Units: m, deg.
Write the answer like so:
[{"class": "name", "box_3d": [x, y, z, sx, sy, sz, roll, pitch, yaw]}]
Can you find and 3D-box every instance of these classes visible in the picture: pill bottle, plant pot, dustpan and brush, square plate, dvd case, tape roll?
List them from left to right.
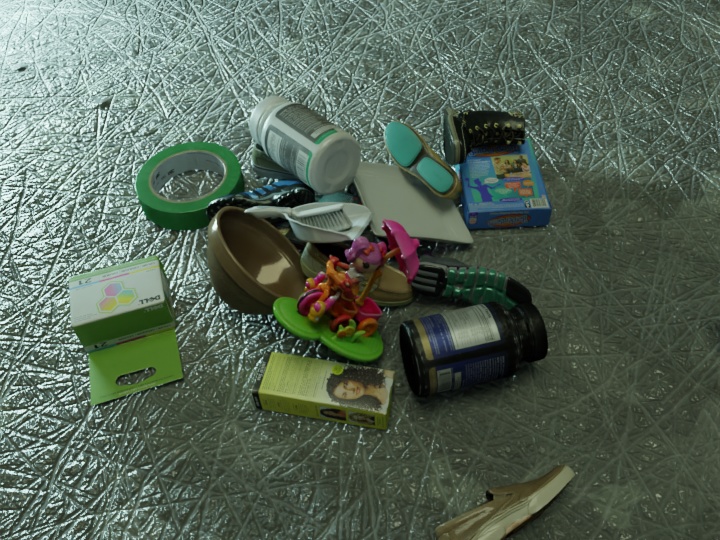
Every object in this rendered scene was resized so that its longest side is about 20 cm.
[{"class": "tape roll", "box_3d": [-0.321, -0.163, 1.284, 0.197, 0.049, 0.202, -1, 49, 2]}, {"class": "plant pot", "box_3d": [-0.174, 0.002, 1.077, 0.093, 0.200, 0.202, -44, 49, 19]}, {"class": "pill bottle", "box_3d": [-0.102, -0.225, 1.189, 0.113, 0.114, 0.200, -34, 53, -24]}, {"class": "dustpan and brush", "box_3d": [-0.090, -0.084, 1.076, 0.197, 0.058, 0.140, -7, 20, 17]}, {"class": "dvd case", "box_3d": [-0.098, -0.097, 1.216, 0.198, 0.022, 0.147, 14, 50, 28]}, {"class": "square plate", "box_3d": [0.081, -0.117, 1.203, 0.196, 0.029, 0.201, 4, 44, -25]}, {"class": "pill bottle", "box_3d": [0.163, 0.109, 0.986, 0.197, 0.113, 0.113, -11, 49, -8]}]

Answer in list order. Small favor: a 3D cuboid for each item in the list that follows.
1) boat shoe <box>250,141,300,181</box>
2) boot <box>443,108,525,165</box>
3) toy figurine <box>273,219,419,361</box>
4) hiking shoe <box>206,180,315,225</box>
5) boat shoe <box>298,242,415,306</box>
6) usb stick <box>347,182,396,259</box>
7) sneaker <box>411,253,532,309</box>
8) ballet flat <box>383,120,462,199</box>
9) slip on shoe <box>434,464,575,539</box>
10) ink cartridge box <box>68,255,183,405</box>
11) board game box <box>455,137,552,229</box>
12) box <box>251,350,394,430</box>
[{"class": "boat shoe", "box_3d": [-0.112, -0.207, 1.295, 0.197, 0.062, 0.073, 2, 56, -3]}, {"class": "boot", "box_3d": [0.229, -0.250, 1.243, 0.151, 0.074, 0.204, 1, 29, 4]}, {"class": "toy figurine", "box_3d": [-0.001, 0.009, 0.968, 0.198, 0.185, 0.151, 13, 30, -43]}, {"class": "hiking shoe", "box_3d": [-0.171, -0.113, 1.198, 0.197, 0.075, 0.087, -5, 26, 6]}, {"class": "boat shoe", "box_3d": [0.000, 0.000, 1.095, 0.197, 0.067, 0.075, 16, 46, -5]}, {"class": "usb stick", "box_3d": [0.038, -0.096, 1.220, 0.055, 0.033, 0.201, -26, 52, -9]}, {"class": "sneaker", "box_3d": [0.181, 0.011, 1.101, 0.197, 0.075, 0.088, 16, 28, 3]}, {"class": "ballet flat", "box_3d": [0.114, -0.198, 1.254, 0.069, 0.063, 0.201, -45, 62, 15]}, {"class": "slip on shoe", "box_3d": [0.182, 0.297, 0.852, 0.199, 0.076, 0.061, -33, 61, -14]}, {"class": "ink cartridge box", "box_3d": [-0.363, 0.088, 1.052, 0.146, 0.076, 0.201, -15, 49, -10]}, {"class": "board game box", "box_3d": [0.259, -0.165, 1.261, 0.150, 0.045, 0.202, -2, 49, 1]}, {"class": "box", "box_3d": [-0.052, 0.172, 0.982, 0.197, 0.050, 0.076, 6, 50, 9]}]
